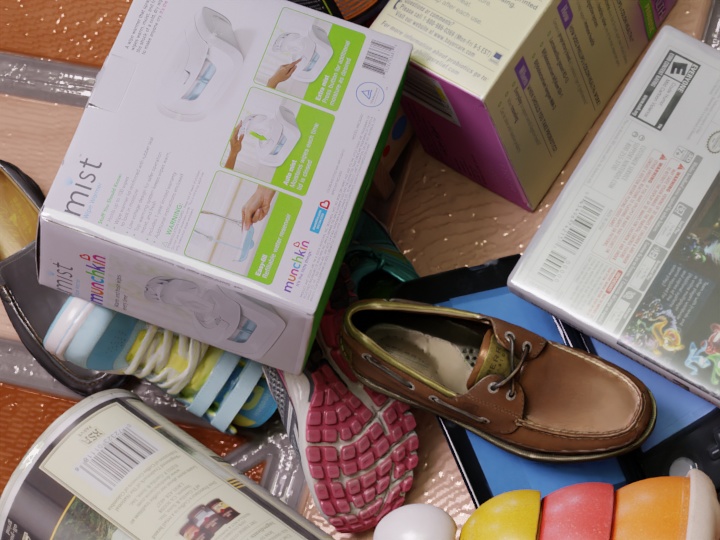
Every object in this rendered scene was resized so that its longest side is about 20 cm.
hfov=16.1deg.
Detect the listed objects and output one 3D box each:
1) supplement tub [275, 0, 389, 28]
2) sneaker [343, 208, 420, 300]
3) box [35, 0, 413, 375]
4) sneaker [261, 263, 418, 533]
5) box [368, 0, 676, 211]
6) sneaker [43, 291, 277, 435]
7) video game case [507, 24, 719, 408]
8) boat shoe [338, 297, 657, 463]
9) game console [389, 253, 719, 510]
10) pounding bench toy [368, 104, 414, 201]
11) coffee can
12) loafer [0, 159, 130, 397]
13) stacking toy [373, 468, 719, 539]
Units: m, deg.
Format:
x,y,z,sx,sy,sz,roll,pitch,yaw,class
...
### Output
x,y,z,sx,sy,sz,roll,pitch,yaw,class
-0.039,-0.226,1.581,0.122,0.200,0.123,-6,65,12,supplement tub
0.000,0.000,1.683,0.078,0.080,0.200,-46,63,-6,sneaker
-0.082,-0.066,1.551,0.175,0.097,0.201,18,63,2,box
-0.021,0.070,1.637,0.080,0.075,0.201,-19,99,-22,sneaker
0.114,-0.172,1.668,0.096,0.176,0.200,31,79,24,box
-0.116,0.053,1.634,0.130,0.200,0.080,37,102,11,sneaker
0.217,-0.030,1.576,0.181,0.023,0.201,29,78,18,video game case
0.080,0.066,1.541,0.199,0.068,0.072,12,73,12,boat shoe
0.143,0.058,1.580,0.170,0.118,0.201,-36,67,30,game console
-0.038,-0.175,1.741,0.199,0.124,0.156,26,77,24,pounding bench toy
-0.112,0.187,1.599,0.200,0.146,0.147,33,80,26,coffee can
-0.223,0.002,1.749,0.073,0.072,0.200,-37,64,-3,loafer
0.105,0.176,1.495,0.199,0.146,0.147,9,70,5,stacking toy
